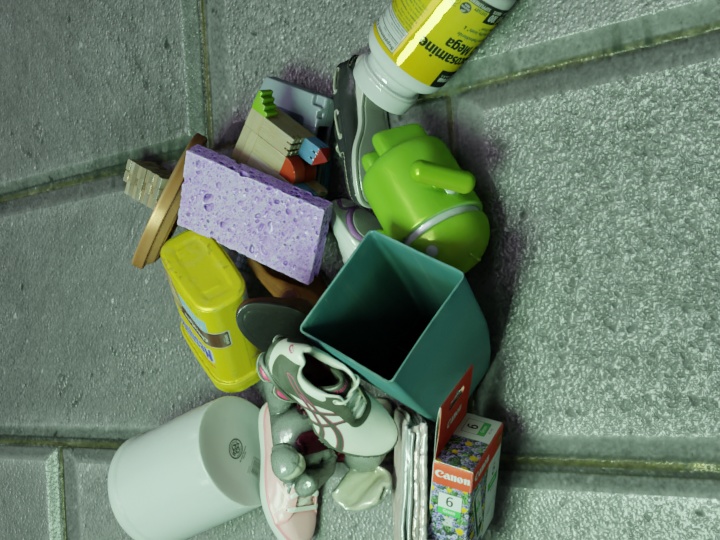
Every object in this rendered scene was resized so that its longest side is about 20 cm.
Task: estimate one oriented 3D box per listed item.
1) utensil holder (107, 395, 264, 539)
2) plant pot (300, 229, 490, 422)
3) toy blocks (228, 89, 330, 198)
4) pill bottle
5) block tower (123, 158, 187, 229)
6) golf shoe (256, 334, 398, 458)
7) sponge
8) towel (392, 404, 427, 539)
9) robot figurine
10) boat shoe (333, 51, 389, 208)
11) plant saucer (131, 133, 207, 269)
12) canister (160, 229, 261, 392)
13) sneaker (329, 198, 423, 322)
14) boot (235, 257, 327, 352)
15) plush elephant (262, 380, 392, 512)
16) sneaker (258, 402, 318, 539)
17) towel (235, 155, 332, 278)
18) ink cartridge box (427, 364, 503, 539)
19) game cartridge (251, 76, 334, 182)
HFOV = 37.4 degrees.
[{"bbox_3d":[-0.231,0.282,1.498,0.199,0.169,0.171,-30,72,36],"label":"utensil holder"},{"bbox_3d":[0.059,0.083,1.212,0.141,0.200,0.142,27,75,36],"label":"plant pot"},{"bbox_3d":[-0.106,-0.111,1.372,0.136,0.100,0.201,38,117,20],"label":"toy blocks"},{"bbox_3d":[0.082,-0.284,1.254,0.200,0.112,0.113,-47,62,31],"label":"pill bottle"},{"bbox_3d":[-0.279,-0.110,1.609,0.199,0.058,0.054,29,108,39],"label":"block tower"},{"bbox_3d":[-0.025,0.147,1.185,0.088,0.200,0.078,-11,45,58],"label":"golf shoe"},{"bbox_3d":[-0.135,-0.071,1.342,0.199,0.030,0.112,24,124,14],"label":"sponge"},{"bbox_3d":[0.057,0.267,1.254,0.032,0.191,0.202,1,88,-1],"label":"towel"},{"bbox_3d":[0.078,-0.076,1.257,0.201,0.115,0.176,62,149,20],"label":"robot figurine"},{"bbox_3d":[-0.004,-0.176,1.356,0.060,0.074,0.202,-8,83,40],"label":"boat shoe"},{"bbox_3d":[-0.255,-0.092,1.456,0.032,0.201,0.201,27,114,-7],"label":"plant saucer"},{"bbox_3d":[-0.199,0.055,1.448,0.149,0.086,0.201,51,161,31],"label":"canister"},{"bbox_3d":[0.000,0.000,1.354,0.100,0.075,0.201,-46,61,36],"label":"sneaker"},{"bbox_3d":[-0.098,0.028,1.331,0.200,0.187,0.069,51,127,50],"label":"boot"},{"bbox_3d":[-0.030,0.205,1.307,0.201,0.153,0.166,84,176,-51],"label":"plush elephant"},{"bbox_3d":[-0.079,0.266,1.424,0.104,0.075,0.202,-21,73,44],"label":"sneaker"},{"bbox_3d":[-0.109,-0.078,1.483,0.146,0.022,0.202,22,105,39],"label":"towel"},{"bbox_3d":[0.120,0.219,1.191,0.050,0.109,0.202,13,118,21],"label":"ink cartridge box"},{"bbox_3d":[-0.108,-0.153,1.442,0.133,0.041,0.202,29,111,41],"label":"game cartridge"}]
